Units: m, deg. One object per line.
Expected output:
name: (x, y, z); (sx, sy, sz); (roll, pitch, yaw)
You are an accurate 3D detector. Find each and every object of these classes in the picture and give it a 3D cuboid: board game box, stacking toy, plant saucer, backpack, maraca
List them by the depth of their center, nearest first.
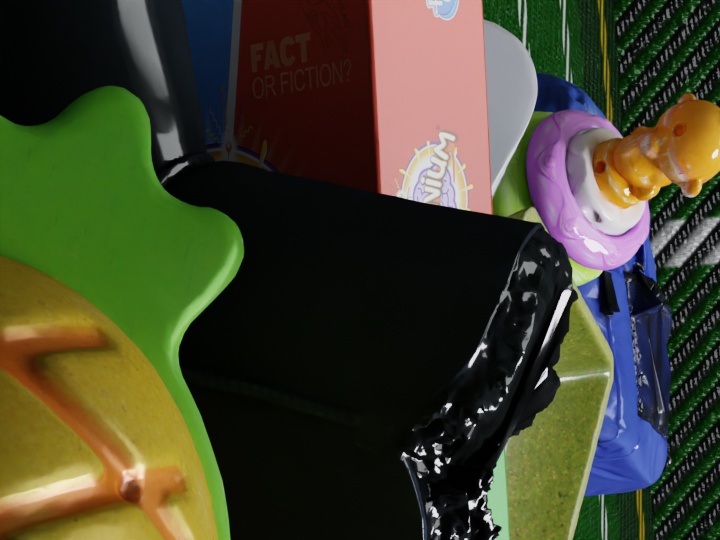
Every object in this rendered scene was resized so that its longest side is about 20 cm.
maraca: (-0.089, 0.045, 0.519); (0.107, 0.136, 0.201); (143, -40, -60)
board game box: (-0.023, 0.006, 0.707); (0.040, 0.153, 0.202); (-2, 88, -36)
plant saucer: (0.042, 0.096, 1.002); (0.200, 0.048, 0.201); (52, 52, -65)
stacking toy: (0.079, -0.030, 1.055); (0.109, 0.199, 0.117); (22, 58, -39)
backpack: (0.071, 0.001, 1.243); (0.168, 0.161, 0.202); (52, 36, -64)

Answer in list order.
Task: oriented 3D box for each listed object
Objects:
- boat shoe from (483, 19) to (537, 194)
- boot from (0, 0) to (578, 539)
boat shoe: (0.000, 0.000, 0.888); (0.201, 0.071, 0.068); (-63, 177, -28)
boot: (-0.026, -0.022, 0.605); (0.076, 0.167, 0.202); (-9, 110, -69)
